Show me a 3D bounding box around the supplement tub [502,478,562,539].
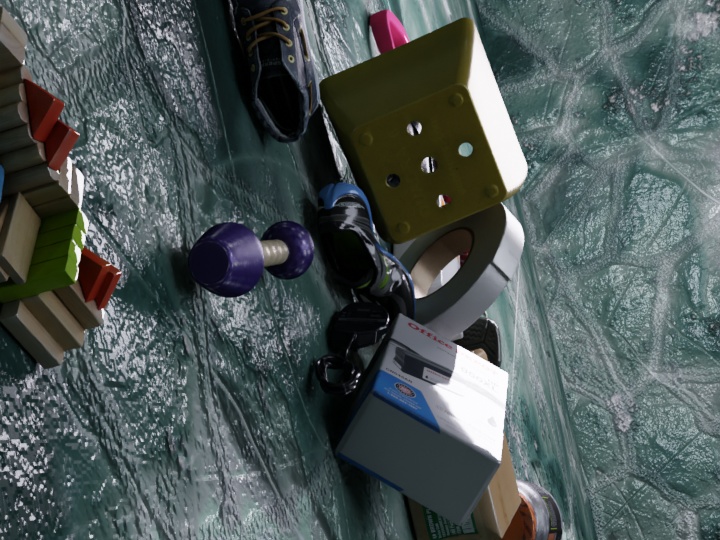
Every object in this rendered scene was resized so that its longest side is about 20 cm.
[{"bbox_3d":[0.203,0.343,1.573,0.200,0.120,0.125,36,41,-69],"label":"supplement tub"}]

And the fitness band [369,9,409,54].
[{"bbox_3d":[0.060,-0.327,1.826,0.200,0.037,0.146,20,57,-74],"label":"fitness band"}]

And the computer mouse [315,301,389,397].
[{"bbox_3d":[-0.008,0.082,1.151,0.200,0.057,0.035,-63,154,-67],"label":"computer mouse"}]

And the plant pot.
[{"bbox_3d":[0.074,-0.139,1.298,0.177,0.197,0.203,-89,156,-71],"label":"plant pot"}]

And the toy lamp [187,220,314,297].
[{"bbox_3d":[-0.086,-0.011,0.930,0.200,0.057,0.059,-11,87,-75],"label":"toy lamp"}]

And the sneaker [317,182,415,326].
[{"bbox_3d":[0.000,0.000,1.247,0.084,0.070,0.201,-75,147,-42],"label":"sneaker"}]

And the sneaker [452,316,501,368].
[{"bbox_3d":[0.148,0.160,1.575,0.114,0.075,0.204,-29,124,-83],"label":"sneaker"}]

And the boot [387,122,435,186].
[{"bbox_3d":[0.042,-0.203,1.586,0.162,0.072,0.202,27,49,-64],"label":"boot"}]

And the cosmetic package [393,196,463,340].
[{"bbox_3d":[0.090,-0.005,1.570,0.202,0.070,0.102,-87,158,-48],"label":"cosmetic package"}]

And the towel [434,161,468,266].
[{"bbox_3d":[0.121,-0.079,1.719,0.144,0.022,0.203,-159,-130,-69],"label":"towel"}]

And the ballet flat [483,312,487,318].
[{"bbox_3d":[0.159,0.040,1.621,0.201,0.062,0.068,-57,156,-19],"label":"ballet flat"}]

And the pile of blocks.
[{"bbox_3d":[-0.175,-0.048,0.607,0.082,0.061,0.203,-72,145,-65],"label":"pile of blocks"}]

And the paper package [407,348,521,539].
[{"bbox_3d":[0.110,0.208,1.384,0.190,0.102,0.204,-9,86,-74],"label":"paper package"}]

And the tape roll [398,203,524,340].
[{"bbox_3d":[0.103,0.003,1.360,0.037,0.202,0.204,42,28,-22],"label":"tape roll"}]

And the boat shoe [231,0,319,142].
[{"bbox_3d":[-0.084,-0.224,1.102,0.091,0.070,0.203,-85,159,-62],"label":"boat shoe"}]

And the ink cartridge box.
[{"bbox_3d":[0.068,0.143,1.181,0.143,0.085,0.200,29,21,-2],"label":"ink cartridge box"}]
